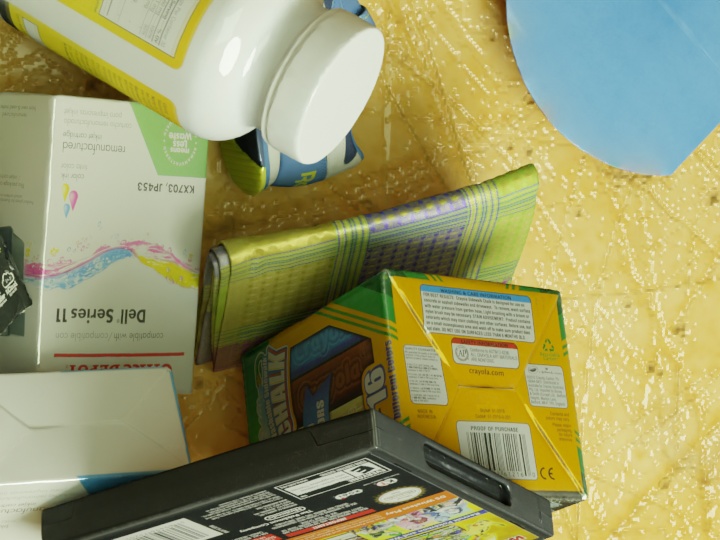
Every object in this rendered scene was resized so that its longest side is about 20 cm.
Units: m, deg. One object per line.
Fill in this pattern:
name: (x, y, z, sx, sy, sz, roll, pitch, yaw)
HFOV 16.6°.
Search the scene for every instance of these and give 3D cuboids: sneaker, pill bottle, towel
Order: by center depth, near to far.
pill bottle: (-0.091, -0.138, 1.300, 0.200, 0.112, 0.112, 31, 88, 17)
sneaker: (-0.032, -0.143, 1.390, 0.082, 0.074, 0.201, -2, 104, -24)
towel: (0.000, 0.000, 1.398, 0.199, 0.144, 0.023, -15, 64, -14)

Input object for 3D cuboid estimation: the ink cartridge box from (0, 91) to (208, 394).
ink cartridge box: (-0.148, 0.007, 1.337, 0.117, 0.067, 0.201, 1, 94, -47)

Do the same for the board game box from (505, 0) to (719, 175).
board game box: (0.171, -0.159, 1.473, 0.200, 0.039, 0.158, -46, 104, -12)

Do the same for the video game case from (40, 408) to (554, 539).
video game case: (-0.030, 0.129, 1.256, 0.181, 0.199, 0.026, 31, 46, -52)

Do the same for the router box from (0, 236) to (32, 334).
router box: (-0.286, 0.046, 1.244, 0.199, 0.150, 0.062, -16, 107, 23)

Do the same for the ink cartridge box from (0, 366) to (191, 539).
ink cartridge box: (-0.172, 0.134, 1.318, 0.115, 0.200, 0.067, -2, 56, -23)

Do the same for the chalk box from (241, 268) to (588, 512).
chalk box: (0.015, 0.092, 1.388, 0.124, 0.200, 0.125, 6, 68, -34)
